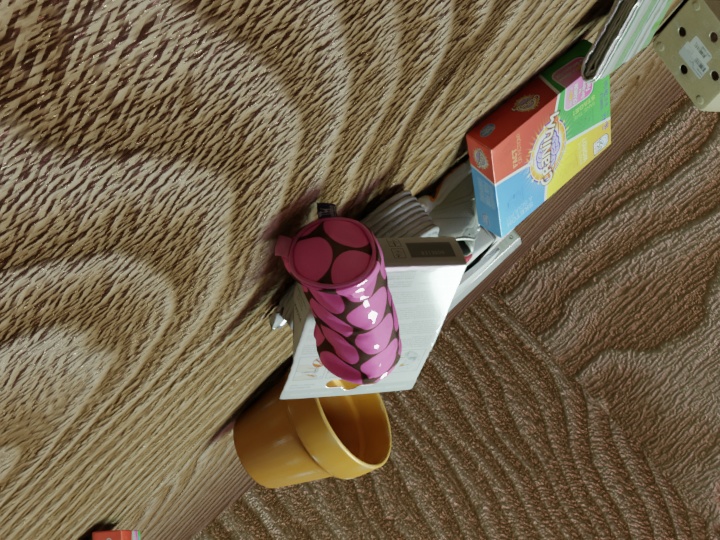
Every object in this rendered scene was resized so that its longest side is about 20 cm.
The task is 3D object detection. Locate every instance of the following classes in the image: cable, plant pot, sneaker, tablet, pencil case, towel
[{"bbox_3d":[0.000,0.000,1.482,0.200,0.069,0.200,-39,172,-24],"label":"cable"},{"bbox_3d":[0.570,-0.354,2.050,0.177,0.200,0.200,-25,165,-31],"label":"plant pot"},{"bbox_3d":[0.120,-0.068,1.644,0.200,0.092,0.076,-39,174,-27],"label":"sneaker"},{"bbox_3d":[0.127,0.036,1.943,0.130,0.014,0.200,-39,175,-21],"label":"tablet"},{"bbox_3d":[-0.016,0.030,1.252,0.200,0.093,0.091,76,17,-56],"label":"pencil case"},{"bbox_3d":[-0.084,0.237,2.036,0.183,0.201,0.200,-28,179,24],"label":"plant pot"},{"bbox_3d":[0.314,-0.295,1.515,0.200,0.031,0.149,-36,158,-55],"label":"towel"}]

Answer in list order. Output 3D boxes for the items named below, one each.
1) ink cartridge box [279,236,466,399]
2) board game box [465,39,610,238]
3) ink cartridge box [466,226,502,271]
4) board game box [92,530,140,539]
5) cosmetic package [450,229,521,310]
[{"bbox_3d":[0.005,0.050,1.398,0.160,0.047,0.200,-2,137,-23],"label":"ink cartridge box"},{"bbox_3d":[0.213,-0.153,1.583,0.200,0.040,0.153,-40,144,-20],"label":"board game box"},{"bbox_3d":[0.115,-0.023,1.909,0.147,0.083,0.200,-48,171,36],"label":"ink cartridge box"},{"bbox_3d":[-0.343,0.450,1.935,0.040,0.153,0.200,-6,170,-3],"label":"board game box"},{"bbox_3d":[0.177,-0.012,2.315,0.200,0.085,0.108,-42,172,2],"label":"cosmetic package"}]
